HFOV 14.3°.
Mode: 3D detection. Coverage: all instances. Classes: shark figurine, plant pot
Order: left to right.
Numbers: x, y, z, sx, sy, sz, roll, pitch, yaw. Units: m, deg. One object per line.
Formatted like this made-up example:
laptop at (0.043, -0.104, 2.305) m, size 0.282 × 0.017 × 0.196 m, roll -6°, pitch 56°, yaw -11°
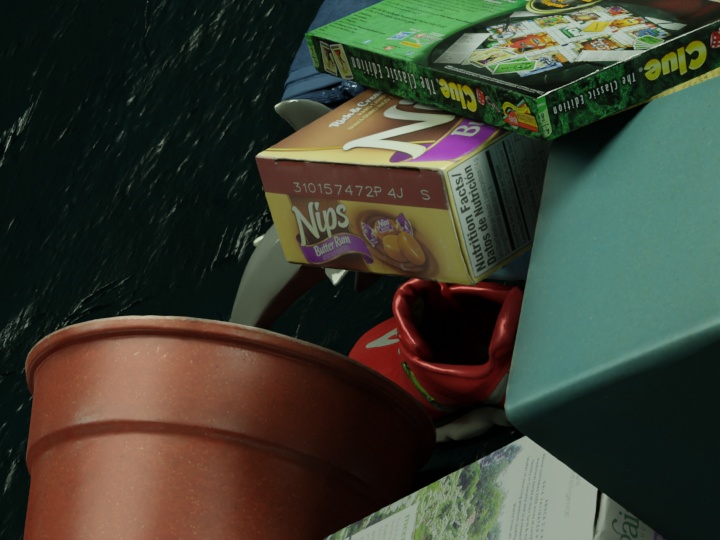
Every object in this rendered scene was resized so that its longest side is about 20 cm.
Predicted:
plant pot at (-0.078, 0.151, 1.335) m, size 0.201 × 0.200 × 0.196 m, roll -23°, pitch 49°, yaw 51°
shark figurine at (-0.021, 0.007, 1.449) m, size 0.215 × 0.128 × 0.090 m, roll -51°, pitch 23°, yaw 13°
plant pot at (0.181, 0.002, 1.079) m, size 0.200 × 0.141 × 0.142 m, roll -27°, pitch 38°, yaw 40°

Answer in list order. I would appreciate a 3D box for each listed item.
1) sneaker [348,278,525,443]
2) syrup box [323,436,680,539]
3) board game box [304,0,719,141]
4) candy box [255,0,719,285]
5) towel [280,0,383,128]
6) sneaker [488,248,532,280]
sneaker at (0.044, 0.031, 1.356) m, size 0.200 × 0.085 × 0.077 m, roll -7°, pitch 54°, yaw 59°
syrup box at (0.066, 0.130, 1.203) m, size 0.200 × 0.081 × 0.079 m, roll -31°, pitch 38°, yaw 44°
board game box at (0.066, -0.096, 1.197) m, size 0.105 × 0.024 × 0.200 m, roll -26°, pitch 22°, yaw -20°
candy box at (0.067, -0.064, 1.225) m, size 0.200 × 0.057 × 0.116 m, roll -31°, pitch 25°, yaw -35°
towel at (0.024, -0.171, 1.674) m, size 0.112 × 0.048 × 0.200 m, roll -8°, pitch 55°, yaw 59°
sneaker at (0.067, -0.032, 1.323) m, size 0.200 × 0.090 × 0.079 m, roll -176°, pitch 89°, yaw -77°
